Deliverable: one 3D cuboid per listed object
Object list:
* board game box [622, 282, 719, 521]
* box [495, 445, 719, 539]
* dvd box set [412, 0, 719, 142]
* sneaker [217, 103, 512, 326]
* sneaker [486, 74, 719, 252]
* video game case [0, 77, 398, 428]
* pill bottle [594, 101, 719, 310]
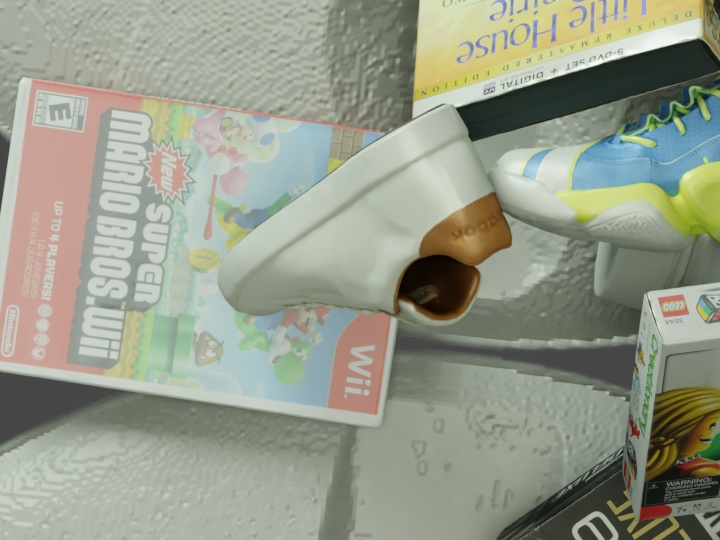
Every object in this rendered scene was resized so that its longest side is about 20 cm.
[{"bbox_3d":[0.219,0.049,1.277,0.199,0.035,0.127,-7,139,-7],"label":"board game box"},{"bbox_3d":[0.182,0.167,1.385,0.157,0.050,0.200,-36,94,20],"label":"box"},{"bbox_3d":[0.095,-0.159,1.308,0.146,0.029,0.201,-14,53,28],"label":"dvd box set"},{"bbox_3d":[0.000,0.000,1.305,0.073,0.200,0.085,-30,88,-31],"label":"sneaker"},{"bbox_3d":[0.157,-0.059,1.274,0.199,0.076,0.106,7,88,-2],"label":"sneaker"},{"bbox_3d":[-0.077,-0.008,1.405,0.199,0.017,0.144,8,93,-2],"label":"video game case"},{"bbox_3d":[0.218,-0.010,1.363,0.199,0.114,0.115,14,94,-3],"label":"pill bottle"}]
